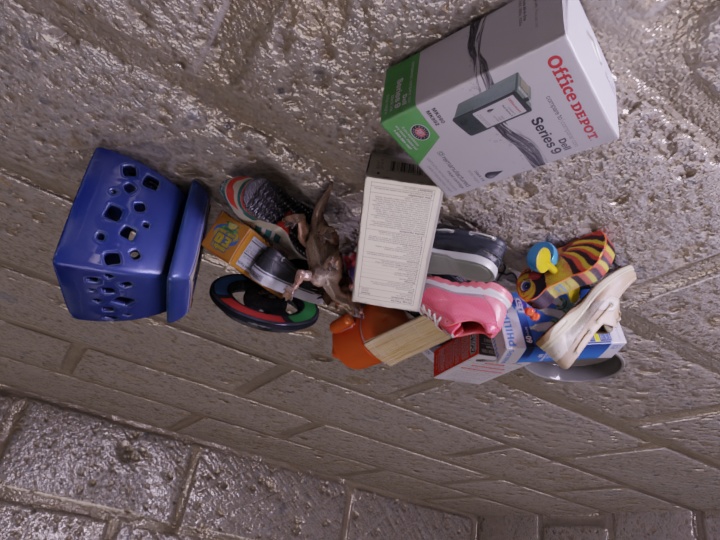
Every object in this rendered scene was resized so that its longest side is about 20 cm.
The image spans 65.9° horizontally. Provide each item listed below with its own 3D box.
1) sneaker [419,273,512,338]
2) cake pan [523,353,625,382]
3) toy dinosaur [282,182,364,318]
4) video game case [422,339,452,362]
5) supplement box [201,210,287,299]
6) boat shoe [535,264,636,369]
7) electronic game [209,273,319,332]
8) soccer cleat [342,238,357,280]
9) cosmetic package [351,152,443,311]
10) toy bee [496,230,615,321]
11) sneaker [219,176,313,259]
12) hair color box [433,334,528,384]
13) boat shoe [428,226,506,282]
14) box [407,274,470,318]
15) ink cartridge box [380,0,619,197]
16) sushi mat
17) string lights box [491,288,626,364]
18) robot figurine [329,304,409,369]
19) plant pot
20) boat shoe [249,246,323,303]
[{"bbox_3d":[0.131,0.060,0.868,0.198,0.087,0.074,3,149,30],"label":"sneaker"},{"bbox_3d":[0.429,0.175,1.131,0.198,0.037,0.201,7,150,4],"label":"cake pan"},{"bbox_3d":[-0.053,-0.023,0.834,0.085,0.202,0.135,-4,179,19],"label":"toy dinosaur"},{"bbox_3d":[0.203,0.146,1.166,0.198,0.023,0.182,-11,144,31],"label":"video game case"},{"bbox_3d":[-0.170,-0.020,0.895,0.066,0.069,0.200,30,170,24],"label":"supplement box"},{"bbox_3d":[0.352,0.068,0.834,0.065,0.199,0.072,47,161,18],"label":"boat shoe"},{"bbox_3d":[-0.170,0.054,0.992,0.198,0.200,0.042,16,107,-10],"label":"electronic game"},{"bbox_3d":[0.000,0.000,0.917,0.076,0.067,0.200,31,151,-7],"label":"soccer cleat"},{"bbox_3d":[0.048,-0.048,0.758,0.102,0.073,0.202,9,127,2],"label":"cosmetic package"},{"bbox_3d":[0.286,0.021,0.842,0.130,0.110,0.200,19,149,-20],"label":"toy bee"},{"bbox_3d":[-0.132,-0.084,0.852,0.093,0.071,0.200,20,168,38],"label":"sneaker"},{"bbox_3d":[0.232,0.168,1.089,0.110,0.065,0.200,11,156,-14],"label":"hair color box"},{"bbox_3d":[0.124,-0.033,0.841,0.199,0.061,0.076,17,153,33],"label":"boat shoe"},{"bbox_3d":[0.156,0.044,0.981,0.160,0.050,0.200,-19,140,35],"label":"box"},{"bbox_3d":[0.142,-0.174,0.574,0.199,0.085,0.146,-16,142,37],"label":"ink cartridge box"},{"bbox_3d":[0.110,0.111,0.985,0.199,0.012,0.096,-27,136,18],"label":"sushi mat"},{"bbox_3d":[0.314,0.091,0.910,0.198,0.104,0.059,-2,147,-7],"label":"string lights box"},{"bbox_3d":[0.022,0.128,1.100,0.199,0.116,0.144,-30,97,48],"label":"robot figurine"},{"bbox_3d":[-0.336,-0.036,0.856,0.178,0.202,0.200,11,150,-14],"label":"plant pot"},{"bbox_3d":[-0.102,0.010,0.901,0.068,0.057,0.200,32,-177,25],"label":"boat shoe"}]
